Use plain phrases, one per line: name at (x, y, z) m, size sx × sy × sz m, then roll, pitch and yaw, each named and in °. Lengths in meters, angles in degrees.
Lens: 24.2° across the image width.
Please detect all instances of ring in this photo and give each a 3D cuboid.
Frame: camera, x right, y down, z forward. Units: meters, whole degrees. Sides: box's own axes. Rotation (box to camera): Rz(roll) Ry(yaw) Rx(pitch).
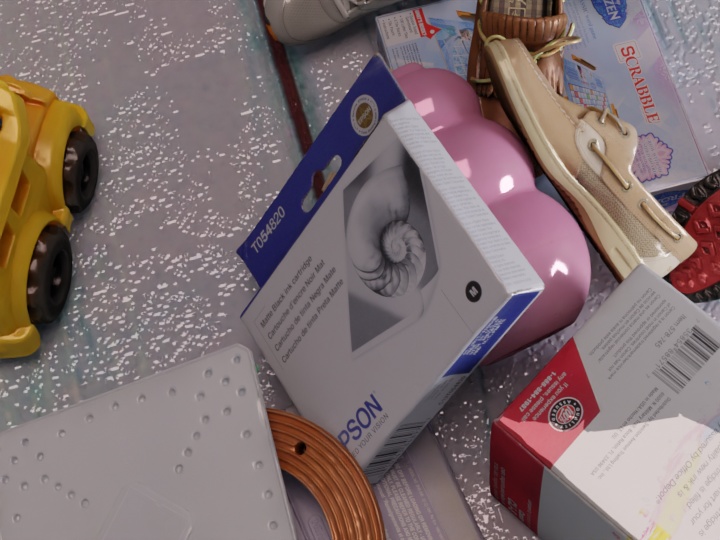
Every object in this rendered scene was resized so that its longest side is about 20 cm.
ring at (-0.074, 0.189, 1.073) m, size 0.198 × 0.019 × 0.203 m, roll -6°, pitch 74°, yaw 22°

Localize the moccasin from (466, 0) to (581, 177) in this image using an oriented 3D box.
moccasin at (0.115, -0.165, 1.168) m, size 0.073 × 0.078 × 0.204 m, roll 8°, pitch 81°, yaw 1°

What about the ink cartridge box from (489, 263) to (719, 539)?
ink cartridge box at (0.200, 0.132, 1.041) m, size 0.200 × 0.145 × 0.145 m, roll 40°, pitch 72°, yaw 20°

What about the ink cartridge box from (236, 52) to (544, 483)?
ink cartridge box at (0.000, 0.000, 1.070) m, size 0.040 × 0.200 × 0.201 m, roll -6°, pitch 53°, yaw -45°

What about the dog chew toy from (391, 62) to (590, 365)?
dog chew toy at (0.069, -0.042, 1.104) m, size 0.123 × 0.125 × 0.202 m, roll -24°, pitch 82°, yaw -8°

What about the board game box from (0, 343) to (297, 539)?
board game box at (-0.135, 0.173, 1.072) m, size 0.198 × 0.026 × 0.202 m, roll -20°, pitch 69°, yaw 12°

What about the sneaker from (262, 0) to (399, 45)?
sneaker at (0.019, -0.228, 1.240) m, size 0.199 × 0.076 × 0.092 m, roll -34°, pitch 31°, yaw -3°

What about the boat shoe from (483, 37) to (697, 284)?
boat shoe at (0.151, -0.078, 1.111) m, size 0.064 × 0.071 × 0.201 m, roll -34°, pitch 110°, yaw 6°

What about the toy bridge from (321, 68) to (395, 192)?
toy bridge at (0.006, -0.048, 1.176) m, size 0.067 × 0.027 × 0.202 m, roll 22°, pitch 80°, yaw 25°

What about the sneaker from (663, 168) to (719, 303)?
sneaker at (0.289, -0.054, 1.163) m, size 0.079 × 0.095 × 0.201 m, roll 43°, pitch 100°, yaw 22°

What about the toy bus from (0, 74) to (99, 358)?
toy bus at (-0.272, -0.068, 1.144) m, size 0.134 × 0.193 × 0.202 m, roll 7°, pitch 63°, yaw 9°

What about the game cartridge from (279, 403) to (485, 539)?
game cartridge at (0.009, 0.171, 1.098) m, size 0.128 × 0.039 × 0.202 m, roll -20°, pitch 65°, yaw -10°

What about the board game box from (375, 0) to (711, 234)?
board game box at (0.129, -0.118, 1.223) m, size 0.197 × 0.041 × 0.202 m, roll -14°, pitch 65°, yaw -2°
